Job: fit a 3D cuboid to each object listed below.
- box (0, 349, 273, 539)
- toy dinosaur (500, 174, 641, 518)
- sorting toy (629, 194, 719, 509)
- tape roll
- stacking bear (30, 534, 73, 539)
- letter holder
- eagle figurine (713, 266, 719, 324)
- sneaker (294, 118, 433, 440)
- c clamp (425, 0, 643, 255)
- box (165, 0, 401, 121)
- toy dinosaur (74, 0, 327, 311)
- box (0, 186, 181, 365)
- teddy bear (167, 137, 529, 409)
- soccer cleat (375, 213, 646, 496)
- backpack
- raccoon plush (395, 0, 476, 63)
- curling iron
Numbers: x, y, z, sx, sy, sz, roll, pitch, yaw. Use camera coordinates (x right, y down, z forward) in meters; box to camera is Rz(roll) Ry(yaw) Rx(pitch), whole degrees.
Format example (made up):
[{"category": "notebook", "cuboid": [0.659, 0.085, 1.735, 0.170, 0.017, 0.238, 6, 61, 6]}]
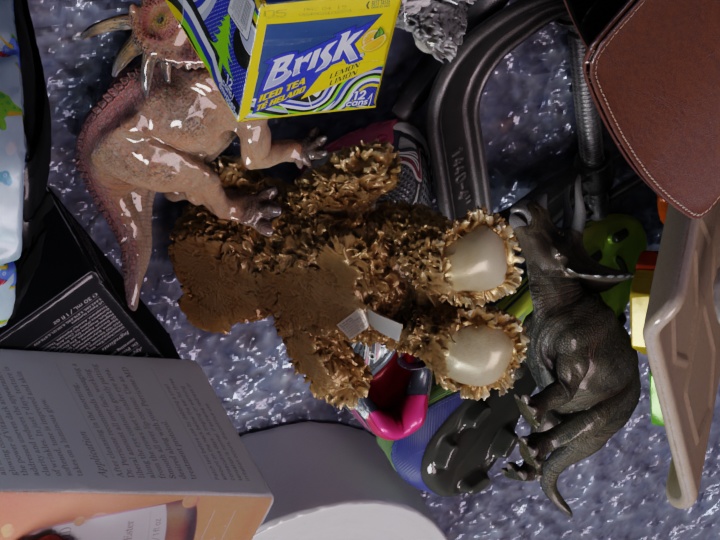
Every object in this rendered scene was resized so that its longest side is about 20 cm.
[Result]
[{"category": "box", "cuboid": [-0.171, 0.129, 1.399, 0.199, 0.107, 0.153, 4, 127, -34]}, {"category": "toy dinosaur", "cuboid": [0.118, 0.060, 1.550, 0.102, 0.077, 0.201, -33, 124, -19]}, {"category": "sorting toy", "cuboid": [0.179, 0.005, 1.578, 0.036, 0.186, 0.200, 6, 146, 14]}, {"category": "tape roll", "cuboid": [-0.048, 0.184, 1.671, 0.201, 0.071, 0.203, -17, 137, -17]}, {"category": "stacking bear", "cuboid": [-0.111, 0.239, 1.307, 0.114, 0.200, 0.121, -45, 137, 13]}, {"category": "letter holder", "cuboid": [0.147, -0.130, 1.420, 0.142, 0.100, 0.200, -51, 149, -3]}, {"category": "eagle figurine", "cuboid": [0.289, -0.030, 1.569, 0.150, 0.153, 0.200, -3, 175, 31]}, {"category": "sneaker", "cuboid": [0.015, 0.003, 1.533, 0.080, 0.075, 0.201, -19, 136, -15]}, {"category": "c clamp", "cuboid": [0.102, -0.082, 1.531, 0.171, 0.027, 0.200, -38, 144, -15]}, {"category": "box", "cuboid": [-0.054, -0.152, 1.245, 0.070, 0.200, 0.065, -8, 135, -25]}, {"category": "toy dinosaur", "cuboid": [-0.092, -0.081, 1.377, 0.135, 0.086, 0.200, 16, 120, -41]}, {"category": "box", "cuboid": [-0.197, 0.073, 1.465, 0.200, 0.079, 0.141, -34, 135, 1]}, {"category": "teddy bear", "cuboid": [0.000, 0.000, 1.447, 0.067, 0.199, 0.146, -45, 120, -45]}, {"category": "soccer cleat", "cuboid": [0.084, 0.039, 1.622, 0.200, 0.084, 0.065, -50, 130, -12]}, {"category": "backpack", "cuboid": [-0.194, -0.059, 1.246, 0.153, 0.200, 0.164, -6, 133, -28]}, {"category": "raccoon plush", "cuboid": [0.062, -0.187, 1.250, 0.200, 0.134, 0.097, -40, 124, 24]}, {"category": "curling iron", "cuboid": [0.073, -0.158, 1.449, 0.200, 0.026, 0.049, -53, 158, 23]}]
